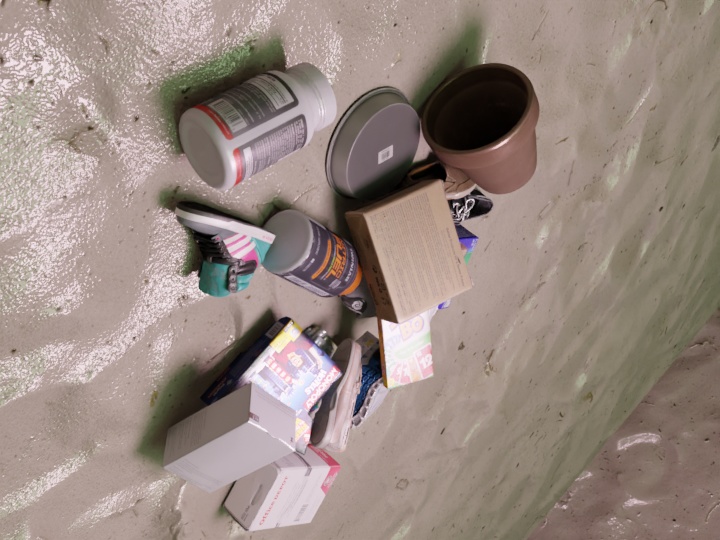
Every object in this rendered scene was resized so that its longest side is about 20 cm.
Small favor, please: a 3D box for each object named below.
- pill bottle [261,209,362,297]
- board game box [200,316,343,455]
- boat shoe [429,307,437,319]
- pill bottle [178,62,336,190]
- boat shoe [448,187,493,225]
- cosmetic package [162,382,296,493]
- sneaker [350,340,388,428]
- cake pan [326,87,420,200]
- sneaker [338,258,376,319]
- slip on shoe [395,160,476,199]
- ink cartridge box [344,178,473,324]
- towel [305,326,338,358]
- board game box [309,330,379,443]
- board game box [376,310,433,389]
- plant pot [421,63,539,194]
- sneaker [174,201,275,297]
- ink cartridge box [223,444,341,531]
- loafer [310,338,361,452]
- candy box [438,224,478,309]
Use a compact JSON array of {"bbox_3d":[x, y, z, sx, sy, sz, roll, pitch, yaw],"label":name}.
[{"bbox_3d":[-0.073,-0.019,1.495,0.107,0.106,0.200,-56,148,2],"label":"pill bottle"},{"bbox_3d":[-0.135,0.213,1.584,0.200,0.062,0.200,-48,119,-13],"label":"board game box"},{"bbox_3d":[0.117,0.057,1.705,0.068,0.072,0.201,-15,123,-41],"label":"boat shoe"},{"bbox_3d":[-0.135,-0.201,1.248,0.200,0.116,0.116,-33,141,-30],"label":"pill bottle"},{"bbox_3d":[0.182,-0.121,1.759,0.199,0.068,0.074,-4,121,-50],"label":"boat shoe"},{"bbox_3d":[-0.211,0.273,1.486,0.199,0.081,0.113,-30,130,24],"label":"cosmetic package"},{"bbox_3d":[0.028,0.206,1.723,0.200,0.075,0.087,-53,162,2],"label":"sneaker"},{"bbox_3d":[0.028,-0.202,1.524,0.200,0.037,0.201,-33,141,-31],"label":"cake pan"},{"bbox_3d":[0.000,0.000,1.638,0.115,0.075,0.201,-11,109,-1],"label":"sneaker"},{"bbox_3d":[0.147,-0.170,1.670,0.199,0.076,0.061,-19,145,-32],"label":"slip on shoe"},{"bbox_3d":[0.083,-0.034,1.558,0.164,0.075,0.201,-24,104,-25],"label":"ink cartridge box"},{"bbox_3d":[-0.108,0.214,1.706,0.200,0.048,0.171,-48,146,-10],"label":"towel"},{"bbox_3d":[-0.037,0.223,1.735,0.200,0.034,0.135,-40,146,-22],"label":"board game box"},{"bbox_3d":[0.078,0.107,1.641,0.095,0.030,0.201,-13,107,-21],"label":"board game box"},{"bbox_3d":[0.224,-0.225,1.585,0.200,0.200,0.175,-49,139,-10],"label":"plant pot"},{"bbox_3d":[-0.212,-0.025,1.341,0.200,0.083,0.121,20,93,-57],"label":"sneaker"},{"bbox_3d":[-0.151,0.422,1.799,0.200,0.085,0.146,14,107,-57],"label":"ink cartridge box"},{"bbox_3d":[-0.033,0.224,1.638,0.063,0.072,0.201,27,72,-29],"label":"loafer"},{"bbox_3d":[0.118,-0.004,1.772,0.199,0.077,0.170,-7,126,-47],"label":"candy box"}]
